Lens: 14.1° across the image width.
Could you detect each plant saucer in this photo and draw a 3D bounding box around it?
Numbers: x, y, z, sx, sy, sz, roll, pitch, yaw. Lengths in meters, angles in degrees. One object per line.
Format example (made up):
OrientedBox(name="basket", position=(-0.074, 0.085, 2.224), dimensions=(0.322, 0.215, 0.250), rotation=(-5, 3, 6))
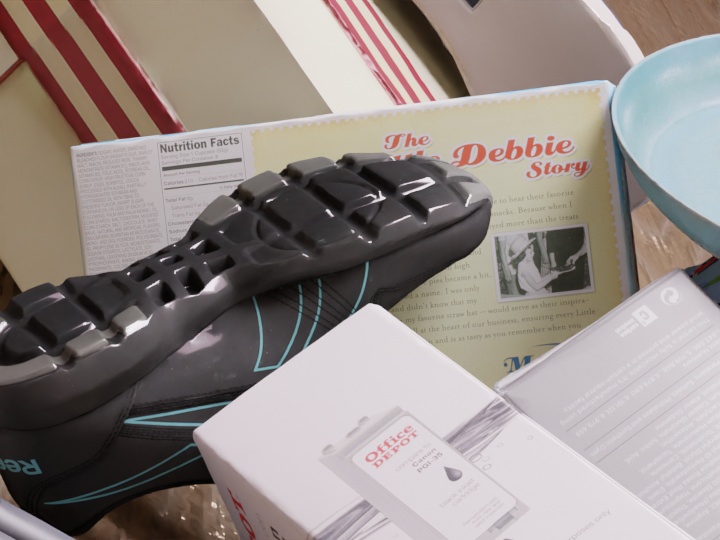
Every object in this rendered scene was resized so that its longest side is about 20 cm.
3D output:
OrientedBox(name="plant saucer", position=(0.185, -0.031, 1.019), dimensions=(0.200, 0.027, 0.200), rotation=(6, 28, -3))

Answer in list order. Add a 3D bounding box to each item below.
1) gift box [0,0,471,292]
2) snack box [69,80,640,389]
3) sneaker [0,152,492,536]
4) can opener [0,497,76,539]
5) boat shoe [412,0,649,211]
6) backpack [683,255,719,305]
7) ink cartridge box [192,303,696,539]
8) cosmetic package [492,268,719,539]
OrientedBox(name="gift box", position=(-0.079, -0.060, 1.195), dimensions=(0.187, 0.200, 0.185), rotation=(56, 18, 16))
OrientedBox(name="snack box", position=(0.000, 0.000, 1.057), dimensions=(0.200, 0.116, 0.037), rotation=(-6, 0, 8))
OrientedBox(name="sneaker", position=(-0.042, 0.022, 0.998), dimensions=(0.075, 0.200, 0.079), rotation=(37, -34, 56))
OrientedBox(name="can opener", position=(-0.112, 0.086, 0.924), dimensions=(0.200, 0.066, 0.053), rotation=(35, 14, -14))
OrientedBox(name="boat shoe", position=(0.070, -0.114, 1.211), dimensions=(0.200, 0.075, 0.093), rotation=(53, 26, 6))
OrientedBox(name="backpack", position=(0.215, 0.042, 1.068), dimensions=(0.200, 0.135, 0.183), rotation=(39, 19, 2))
OrientedBox(name="ink cartridge box", position=(0.048, 0.121, 0.925), dimensions=(0.200, 0.083, 0.147), rotation=(36, -25, 48))
OrientedBox(name="cosmetic package", position=(0.136, 0.108, 0.947), dimensions=(0.200, 0.090, 0.107), rotation=(49, -19, 28))
